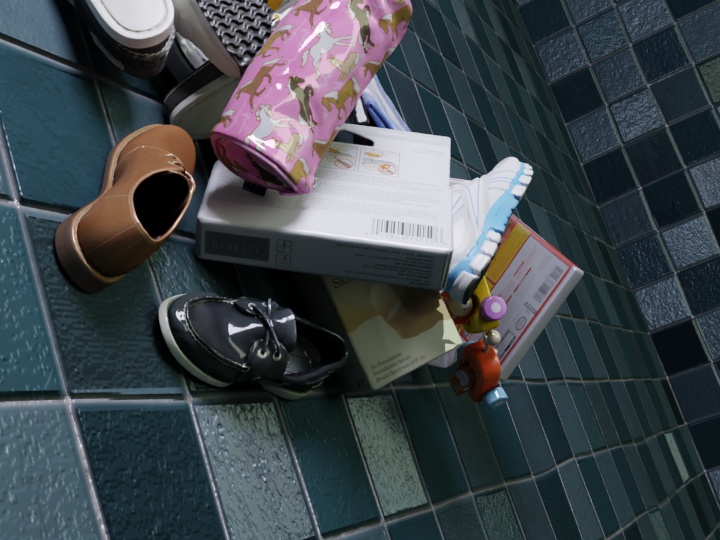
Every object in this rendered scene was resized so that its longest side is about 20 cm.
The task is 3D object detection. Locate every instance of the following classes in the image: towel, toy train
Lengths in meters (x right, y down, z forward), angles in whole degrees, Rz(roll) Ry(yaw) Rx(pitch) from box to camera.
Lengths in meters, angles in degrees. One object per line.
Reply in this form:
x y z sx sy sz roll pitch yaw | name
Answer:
0.037 -0.185 1.324 0.147 0.024 0.200 55 10 -25 | towel
0.081 0.035 1.025 0.150 0.056 0.200 101 -34 -59 | toy train

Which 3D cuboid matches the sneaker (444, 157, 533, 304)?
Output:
0.095 -0.057 0.958 0.087 0.075 0.200 29 39 4 | sneaker

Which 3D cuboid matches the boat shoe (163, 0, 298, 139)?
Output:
-0.085 -0.179 0.902 0.061 0.201 0.072 51 -21 20 | boat shoe

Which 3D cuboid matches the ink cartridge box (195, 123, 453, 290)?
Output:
-0.024 -0.063 0.883 0.174 0.200 0.044 -83 -179 -54 | ink cartridge box

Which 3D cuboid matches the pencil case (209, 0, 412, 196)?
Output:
-0.035 -0.152 0.828 0.200 0.083 0.087 -60 151 -18 | pencil case

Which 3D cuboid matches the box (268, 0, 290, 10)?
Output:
-0.121 -0.305 1.037 0.119 0.042 0.200 39 17 5 | box

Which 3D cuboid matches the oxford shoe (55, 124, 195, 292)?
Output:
-0.142 -0.056 0.745 0.071 0.071 0.200 55 22 -23 | oxford shoe

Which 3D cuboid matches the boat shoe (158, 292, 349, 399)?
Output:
-0.071 0.053 0.802 0.199 0.066 0.075 35 37 -54 | boat shoe

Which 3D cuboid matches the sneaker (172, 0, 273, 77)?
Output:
-0.148 -0.230 0.862 0.070 0.093 0.200 -31 85 -42 | sneaker

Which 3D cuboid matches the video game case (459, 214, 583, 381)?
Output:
0.141 0.010 1.157 0.017 0.143 0.200 26 14 -37 | video game case

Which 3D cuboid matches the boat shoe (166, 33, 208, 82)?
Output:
-0.101 -0.201 0.972 0.202 0.086 0.075 -2 69 -66 | boat shoe

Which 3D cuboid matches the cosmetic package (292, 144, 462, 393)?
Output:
0.000 0.000 0.959 0.200 0.105 0.071 64 -22 -2 | cosmetic package

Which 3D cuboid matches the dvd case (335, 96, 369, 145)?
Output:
-0.026 -0.210 1.165 0.143 0.018 0.200 99 -22 -68 | dvd case

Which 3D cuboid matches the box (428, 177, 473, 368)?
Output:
0.090 0.003 1.123 0.039 0.041 0.200 -19 116 -66 | box

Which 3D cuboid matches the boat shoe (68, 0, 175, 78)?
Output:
-0.199 -0.234 0.808 0.200 0.074 0.060 56 -24 18 | boat shoe
